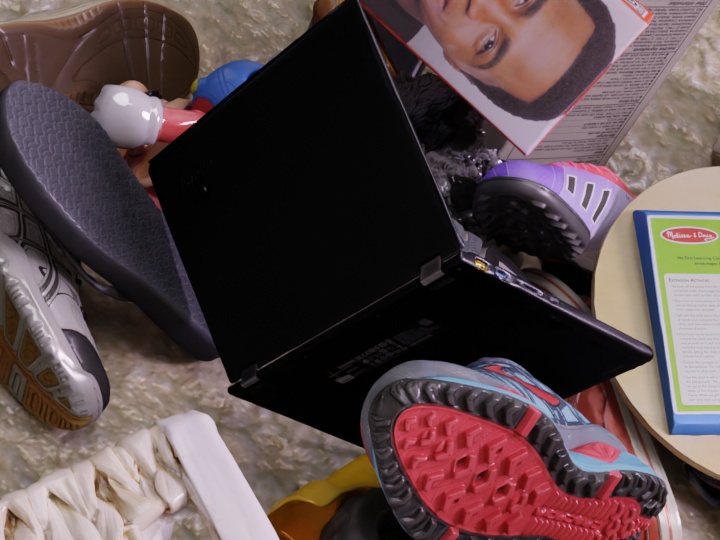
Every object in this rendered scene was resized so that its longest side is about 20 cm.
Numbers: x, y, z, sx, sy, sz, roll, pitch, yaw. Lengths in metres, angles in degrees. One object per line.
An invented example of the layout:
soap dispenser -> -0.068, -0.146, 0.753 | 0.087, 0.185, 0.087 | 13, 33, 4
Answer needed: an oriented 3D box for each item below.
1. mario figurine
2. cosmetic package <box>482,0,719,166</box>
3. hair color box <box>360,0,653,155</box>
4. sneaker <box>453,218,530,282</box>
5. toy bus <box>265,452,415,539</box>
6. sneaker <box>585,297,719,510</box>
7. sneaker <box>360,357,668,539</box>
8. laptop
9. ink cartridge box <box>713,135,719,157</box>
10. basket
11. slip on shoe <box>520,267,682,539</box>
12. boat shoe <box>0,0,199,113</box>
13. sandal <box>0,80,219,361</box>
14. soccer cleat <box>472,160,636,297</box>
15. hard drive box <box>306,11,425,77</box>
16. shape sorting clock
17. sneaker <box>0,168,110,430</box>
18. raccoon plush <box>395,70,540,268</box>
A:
mario figurine -> -0.088, -0.101, 0.836 | 0.200, 0.123, 0.106 | -29, 48, 10
cosmetic package -> 0.138, -0.147, 0.945 | 0.103, 0.200, 0.087 | -5, 56, -28
hair color box -> 0.057, -0.171, 0.821 | 0.200, 0.102, 0.061 | 42, 19, 1
sneaker -> 0.000, 0.000, 0.822 | 0.200, 0.115, 0.075 | 43, 36, -24
toy bus -> 0.049, 0.173, 0.723 | 0.200, 0.136, 0.192 | 42, 34, 10
sneaker -> 0.207, 0.087, 0.874 | 0.200, 0.081, 0.075 | 39, 61, 13
sneaker -> 0.056, 0.082, 0.679 | 0.200, 0.079, 0.096 | 31, 12, -46
laptop -> 0.013, -0.006, 0.749 | 0.200, 0.187, 0.116 | 26, 53, -29
ink cartridge box -> 0.341, -0.074, 0.984 | 0.146, 0.083, 0.200 | 24, 11, -5
basket -> -0.103, 0.173, 0.606 | 0.123, 0.200, 0.136 | -20, 63, -26
slip on shoe -> 0.121, 0.083, 0.850 | 0.061, 0.074, 0.200 | -12, 59, -13
boat shoe -> -0.180, -0.126, 0.880 | 0.065, 0.072, 0.200 | 9, 17, 37
sandal -> -0.134, -0.015, 0.777 | 0.200, 0.043, 0.076 | 52, 29, -35
soccer cleat -> 0.124, -0.038, 0.875 | 0.068, 0.200, 0.073 | 10, 79, 31
hard drive box -> 0.039, -0.208, 0.981 | 0.077, 0.156, 0.200 | 29, 50, 0
shape sorting clock -> 0.227, 0.031, 0.841 | 0.200, 0.039, 0.200 | 4, 70, -12
sneaker -> -0.175, -0.008, 0.792 | 0.088, 0.076, 0.200 | -19, 66, -37
raccoon plush -> 0.020, -0.053, 0.926 | 0.200, 0.134, 0.097 | 3, 63, 20
